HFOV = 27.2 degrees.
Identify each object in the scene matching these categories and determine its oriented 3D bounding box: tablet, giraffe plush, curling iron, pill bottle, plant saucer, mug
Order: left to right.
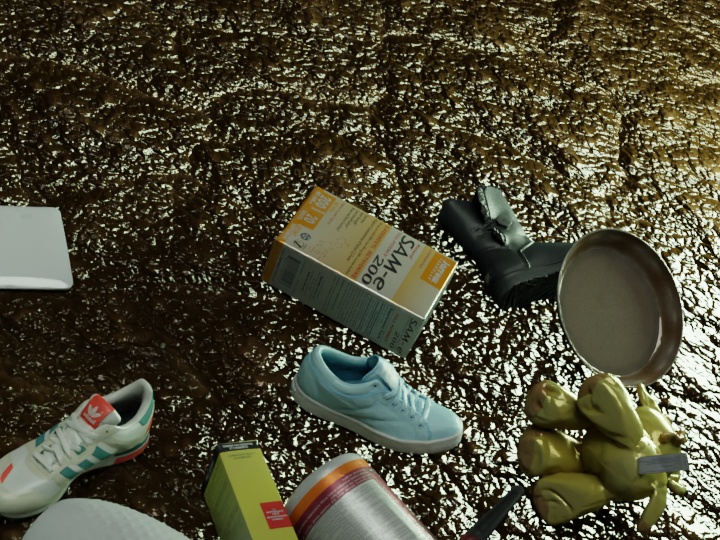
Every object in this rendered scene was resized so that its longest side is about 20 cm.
[{"bbox_3d":[-0.424,-0.029,1.650,0.198,0.014,0.131,1,45,-23],"label":"tablet"},{"bbox_3d":[-0.205,0.284,1.333,0.175,0.148,0.200,29,10,18],"label":"mug"},{"bbox_3d":[0.021,0.283,1.447,0.109,0.110,0.200,-23,58,-41],"label":"pill bottle"},{"bbox_3d":[0.122,0.289,1.551,0.049,0.026,0.200,28,41,16],"label":"curling iron"},{"bbox_3d":[0.315,0.048,1.841,0.199,0.032,0.202,9,73,-30],"label":"plant saucer"},{"bbox_3d":[0.290,0.194,1.649,0.199,0.174,0.162,9,7,29],"label":"giraffe plush"}]

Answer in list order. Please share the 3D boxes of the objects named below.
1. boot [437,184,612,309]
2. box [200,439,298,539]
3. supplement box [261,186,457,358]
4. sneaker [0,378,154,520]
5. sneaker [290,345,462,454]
[{"bbox_3d":[0.214,-0.043,1.915,0.199,0.077,0.169,-13,56,-27],"label":"boot"},{"bbox_3d":[-0.097,0.265,1.440,0.050,0.076,0.201,-3,46,-28],"label":"box"},{"bbox_3d":[0.000,0.000,1.770,0.199,0.074,0.126,28,41,5],"label":"supplement box"},{"bbox_3d":[-0.280,0.163,1.447,0.070,0.094,0.199,43,44,22],"label":"sneaker"},{"bbox_3d":[0.026,0.138,1.627,0.199,0.082,0.074,17,41,-7],"label":"sneaker"}]
